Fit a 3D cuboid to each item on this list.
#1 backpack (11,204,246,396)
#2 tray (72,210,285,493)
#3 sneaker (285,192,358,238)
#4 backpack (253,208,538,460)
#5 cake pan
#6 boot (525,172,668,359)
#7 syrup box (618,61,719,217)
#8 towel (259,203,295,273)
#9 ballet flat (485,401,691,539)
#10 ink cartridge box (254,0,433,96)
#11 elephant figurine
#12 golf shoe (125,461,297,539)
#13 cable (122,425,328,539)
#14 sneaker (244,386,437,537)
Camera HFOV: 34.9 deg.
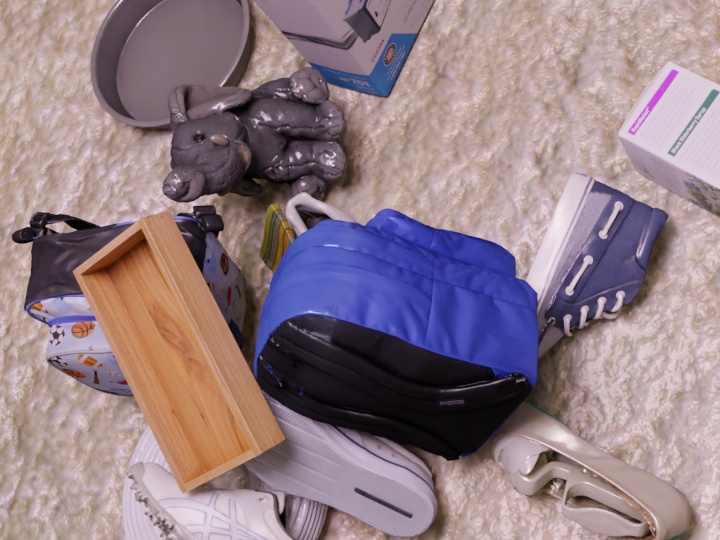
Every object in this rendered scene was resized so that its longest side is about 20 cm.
[{"bbox_3d":[-0.191,0.034,1.047,0.198,0.190,0.155,-1,76,17],"label":"backpack"},{"bbox_3d":[-0.145,0.065,0.905,0.098,0.037,0.201,-31,84,36],"label":"tray"},{"bbox_3d":[0.000,0.000,1.037,0.200,0.080,0.071,38,87,29],"label":"sneaker"},{"bbox_3d":[0.019,0.044,0.905,0.198,0.163,0.169,14,49,-11],"label":"backpack"},{"bbox_3d":[-0.201,-0.241,1.243,0.199,0.037,0.202,-9,68,21],"label":"cake pan"},{"bbox_3d":[0.181,0.025,0.954,0.090,0.073,0.201,23,92,11],"label":"boot"},{"bbox_3d":[0.315,-0.083,0.925,0.200,0.079,0.082,36,88,31],"label":"syrup box"},{"bbox_3d":[-0.048,0.039,1.041,0.018,0.086,0.201,-17,61,-17],"label":"towel"},{"bbox_3d":[0.161,0.161,0.902,0.199,0.069,0.070,24,81,30],"label":"ballet flat"},{"bbox_3d":[-0.015,-0.280,1.080,0.085,0.200,0.147,21,80,29],"label":"ink cartridge box"},{"bbox_3d":[-0.123,-0.119,1.066,0.199,0.155,0.142,-14,76,-28],"label":"elephant figurine"},{"bbox_3d":[-0.107,0.210,0.941,0.200,0.079,0.097,36,68,26],"label":"golf shoe"},{"bbox_3d":[-0.124,0.201,1.021,0.199,0.069,0.201,25,82,30],"label":"cable"},{"bbox_3d":[-0.027,0.154,0.954,0.199,0.071,0.073,32,105,-4],"label":"sneaker"}]
